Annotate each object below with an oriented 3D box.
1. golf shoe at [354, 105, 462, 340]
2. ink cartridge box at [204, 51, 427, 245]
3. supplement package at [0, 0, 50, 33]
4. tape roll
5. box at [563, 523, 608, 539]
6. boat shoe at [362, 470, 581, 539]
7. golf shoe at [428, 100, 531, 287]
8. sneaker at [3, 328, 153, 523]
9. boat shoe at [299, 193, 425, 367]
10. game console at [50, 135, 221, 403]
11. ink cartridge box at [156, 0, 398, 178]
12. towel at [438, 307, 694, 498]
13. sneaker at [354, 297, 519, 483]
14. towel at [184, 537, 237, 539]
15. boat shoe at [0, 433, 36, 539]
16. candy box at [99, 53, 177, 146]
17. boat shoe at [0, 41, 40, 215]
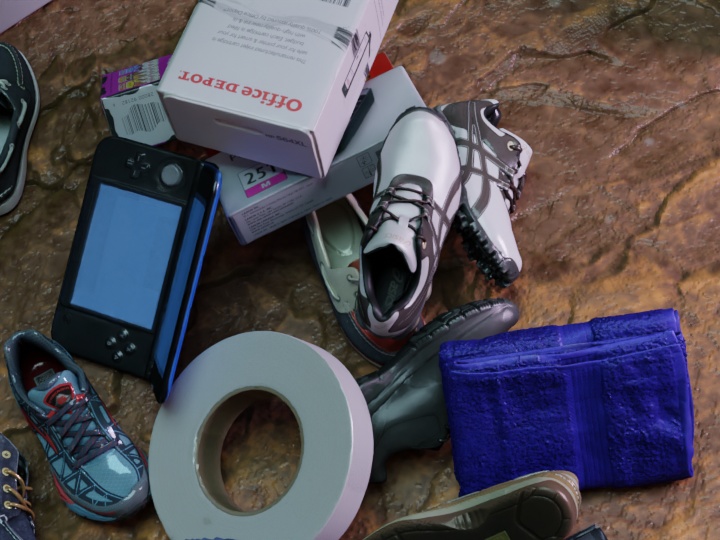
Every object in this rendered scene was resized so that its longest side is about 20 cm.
[{"bbox_3d":[0.042,-0.041,1.502,0.078,0.094,0.201,8,88,4],"label":"golf shoe"},{"bbox_3d":[-0.045,-0.127,1.622,0.200,0.044,0.174,-26,42,0],"label":"ink cartridge box"},{"bbox_3d":[-0.332,-0.359,1.832,0.200,0.117,0.117,-36,60,-14],"label":"supplement package"},{"bbox_3d":[-0.084,0.151,1.475,0.202,0.037,0.203,-8,73,29],"label":"tape roll"},{"bbox_3d":[0.164,0.316,1.378,0.159,0.046,0.200,-26,59,-8],"label":"box"},{"bbox_3d":[0.086,0.210,1.437,0.200,0.072,0.076,-20,10,21],"label":"boat shoe"},{"bbox_3d":[0.116,-0.079,1.605,0.094,0.078,0.200,-20,58,-4],"label":"golf shoe"},{"bbox_3d":[-0.250,0.130,1.527,0.079,0.096,0.200,-36,60,-12],"label":"sneaker"},{"bbox_3d":[0.000,0.000,1.591,0.071,0.063,0.200,-22,59,-8],"label":"boat shoe"},{"bbox_3d":[-0.194,-0.006,1.541,0.170,0.118,0.200,16,94,19],"label":"game console"},{"bbox_3d":[-0.068,-0.196,1.559,0.146,0.084,0.200,16,66,15],"label":"ink cartridge box"},{"bbox_3d":[0.168,0.115,1.453,0.199,0.148,0.050,-8,14,5],"label":"towel"},{"bbox_3d":[0.058,0.099,1.509,0.200,0.076,0.091,-38,94,2],"label":"sneaker"},{"bbox_3d":[-0.049,0.277,1.403,0.200,0.112,0.049,10,20,13],"label":"towel"},{"bbox_3d":[-0.300,0.195,1.507,0.200,0.071,0.091,33,72,27],"label":"boat shoe"},{"bbox_3d":[-0.139,-0.173,1.681,0.200,0.061,0.136,-18,17,-2],"label":"candy box"},{"bbox_3d":[-0.352,-0.150,1.737,0.075,0.060,0.200,-10,57,2],"label":"boat shoe"}]
